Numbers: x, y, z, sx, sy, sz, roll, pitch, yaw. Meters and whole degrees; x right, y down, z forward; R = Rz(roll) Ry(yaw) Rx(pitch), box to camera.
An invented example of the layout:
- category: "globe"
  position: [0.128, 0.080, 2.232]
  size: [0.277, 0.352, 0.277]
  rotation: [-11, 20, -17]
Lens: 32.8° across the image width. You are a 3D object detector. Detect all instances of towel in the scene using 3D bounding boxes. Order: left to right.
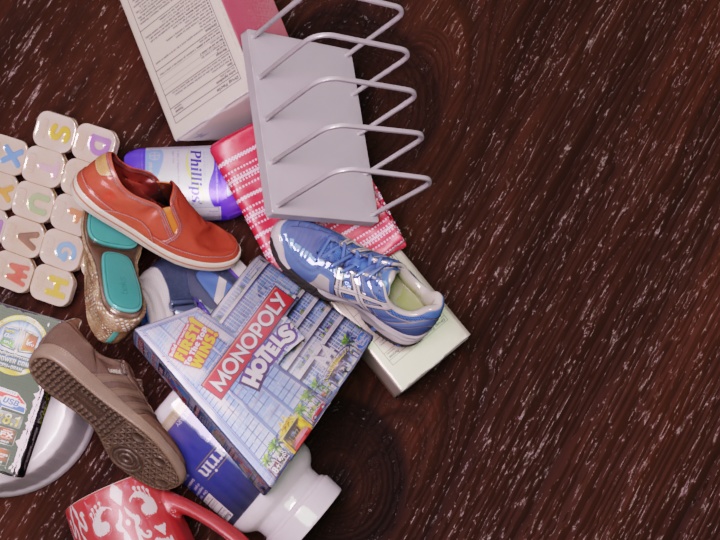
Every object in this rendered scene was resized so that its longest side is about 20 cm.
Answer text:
- category: "towel"
  position: [-0.057, -0.082, 1.319]
  size: [0.144, 0.022, 0.201]
  rotation: [-28, 83, -8]

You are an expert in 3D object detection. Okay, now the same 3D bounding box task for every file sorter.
- category: "file sorter"
  position: [-0.020, -0.162, 1.238]
  size: [0.138, 0.124, 0.201]
  rotation: [3, 72, -39]

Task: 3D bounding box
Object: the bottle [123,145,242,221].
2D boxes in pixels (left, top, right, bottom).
- category: "bottle"
  position: [-0.162, -0.097, 1.364]
  size: [0.199, 0.065, 0.084]
  rotation: [-2, 78, -5]

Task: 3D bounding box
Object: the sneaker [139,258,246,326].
- category: "sneaker"
  position: [-0.159, 0.067, 1.308]
  size: [0.200, 0.081, 0.146]
  rotation: [45, 60, 13]

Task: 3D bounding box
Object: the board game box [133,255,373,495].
- category: "board game box"
  position: [-0.117, 0.084, 1.231]
  size: [0.199, 0.062, 0.200]
  rotation: [35, 68, 0]

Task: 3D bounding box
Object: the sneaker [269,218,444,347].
- category: "sneaker"
  position: [0.000, 0.000, 1.253]
  size: [0.199, 0.077, 0.076]
  rotation: [30, 58, -13]

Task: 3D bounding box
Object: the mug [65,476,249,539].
- category: "mug"
  position: [-0.197, 0.309, 1.259]
  size: [0.177, 0.133, 0.201]
  rotation: [-22, 77, -15]

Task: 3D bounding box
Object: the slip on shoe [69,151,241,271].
- category: "slip on shoe"
  position: [-0.200, -0.058, 1.261]
  size: [0.200, 0.074, 0.061]
  rotation: [31, 117, -32]

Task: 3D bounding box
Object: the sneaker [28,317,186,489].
- category: "sneaker"
  position: [-0.234, 0.128, 1.208]
  size: [0.200, 0.070, 0.076]
  rotation: [50, 37, -20]

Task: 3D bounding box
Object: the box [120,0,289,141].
- category: "box"
  position: [-0.163, -0.258, 1.348]
  size: [0.127, 0.109, 0.201]
  rotation: [-27, 81, 32]

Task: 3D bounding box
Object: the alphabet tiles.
- category: "alphabet tiles"
  position: [-0.334, -0.067, 1.335]
  size: [0.195, 0.015, 0.201]
  rotation: [19, 94, 12]

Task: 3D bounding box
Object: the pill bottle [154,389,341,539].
- category: "pill bottle"
  position: [-0.124, 0.200, 1.286]
  size: [0.200, 0.116, 0.116]
  rotation: [40, 79, 3]

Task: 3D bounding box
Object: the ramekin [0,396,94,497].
- category: "ramekin"
  position: [-0.381, 0.135, 1.285]
  size: [0.199, 0.098, 0.202]
  rotation: [1, 79, -5]

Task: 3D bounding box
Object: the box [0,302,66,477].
- category: "box"
  position: [-0.407, 0.102, 1.217]
  size: [0.199, 0.044, 0.161]
  rotation: [17, 79, -1]

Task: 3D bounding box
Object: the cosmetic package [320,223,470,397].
- category: "cosmetic package"
  position: [0.017, 0.030, 1.351]
  size: [0.105, 0.071, 0.200]
  rotation: [-37, 84, -11]

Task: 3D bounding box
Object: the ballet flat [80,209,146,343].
- category: "ballet flat"
  position: [-0.258, -0.005, 1.247]
  size: [0.070, 0.065, 0.201]
  rotation: [17, 37, -24]
